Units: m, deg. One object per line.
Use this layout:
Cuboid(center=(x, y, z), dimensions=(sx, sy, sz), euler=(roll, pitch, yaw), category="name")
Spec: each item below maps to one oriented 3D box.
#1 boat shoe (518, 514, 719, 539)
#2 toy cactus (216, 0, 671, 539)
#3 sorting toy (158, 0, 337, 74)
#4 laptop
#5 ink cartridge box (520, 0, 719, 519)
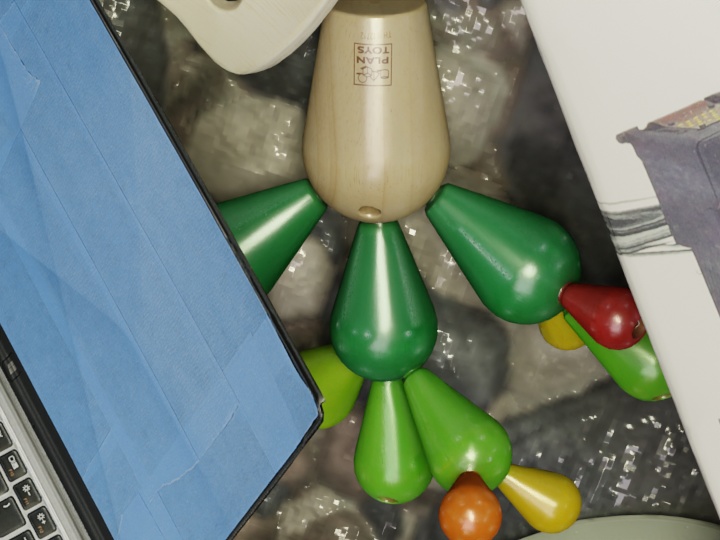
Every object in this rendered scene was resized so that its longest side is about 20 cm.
Cuboid(center=(0.053, 0.140, 0.916), dimensions=(0.200, 0.070, 0.072), euler=(-17, 139, 15), category="boat shoe")
Cuboid(center=(0.000, 0.000, 0.827), dimensions=(0.199, 0.102, 0.166), euler=(5, 112, 16), category="toy cactus")
Cuboid(center=(-0.056, -0.142, 0.742), dimensions=(0.199, 0.107, 0.180), euler=(23, 129, -4), category="sorting toy")
Cuboid(center=(-0.132, 0.027, 0.754), dimensions=(0.199, 0.188, 0.116), euler=(-29, 159, -5), category="laptop")
Cuboid(center=(0.115, -0.043, 0.740), dimensions=(0.084, 0.145, 0.201), euler=(-14, 118, 17), category="ink cartridge box")
